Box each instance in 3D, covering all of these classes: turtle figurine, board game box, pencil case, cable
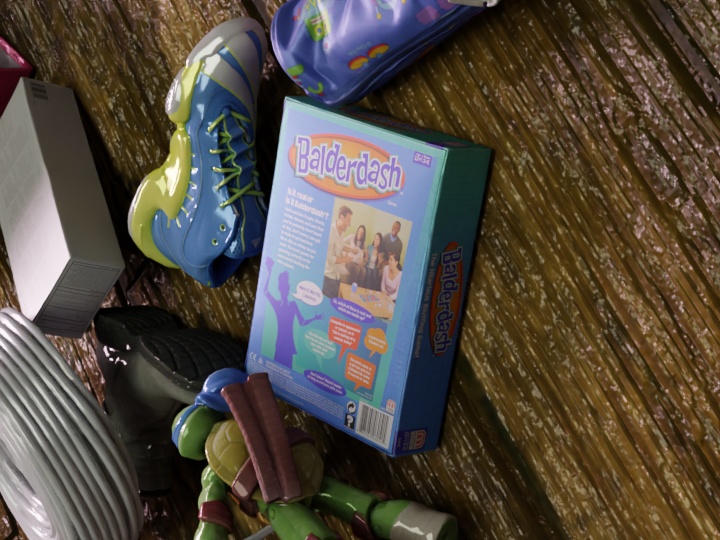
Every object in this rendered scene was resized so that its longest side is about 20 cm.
[{"bbox_3d":[-0.048,0.179,1.096,0.194,0.144,0.200,22,89,29],"label":"turtle figurine"},{"bbox_3d":[0.000,0.000,1.102,0.152,0.045,0.200,23,110,42],"label":"board game box"},{"bbox_3d":[0.030,-0.167,1.037,0.200,0.078,0.087,-27,51,44],"label":"pencil case"},{"bbox_3d":[-0.232,0.127,1.242,0.200,0.069,0.200,56,158,5],"label":"cable"}]

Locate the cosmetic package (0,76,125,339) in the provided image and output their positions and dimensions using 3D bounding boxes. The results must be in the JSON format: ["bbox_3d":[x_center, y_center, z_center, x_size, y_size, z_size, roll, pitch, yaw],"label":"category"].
[{"bbox_3d":[-0.236,-0.050,1.301,0.083,0.051,0.200,-52,43,32],"label":"cosmetic package"}]

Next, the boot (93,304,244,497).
[{"bbox_3d":[-0.141,0.106,1.235,0.200,0.068,0.131,20,111,59],"label":"boot"}]

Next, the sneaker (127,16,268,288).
[{"bbox_3d":[-0.088,-0.073,1.178,0.105,0.076,0.200,41,128,21],"label":"sneaker"}]

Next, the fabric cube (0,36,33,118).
[{"bbox_3d":[-0.425,-0.129,1.416,0.200,0.196,0.200,42,122,34],"label":"fabric cube"}]
